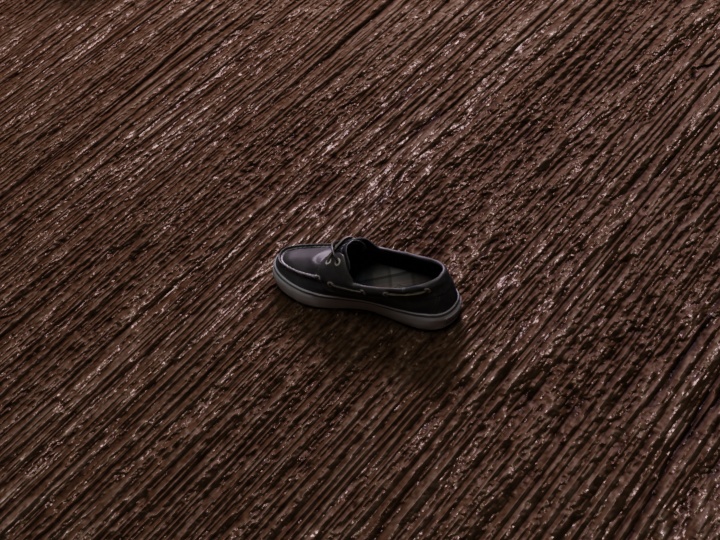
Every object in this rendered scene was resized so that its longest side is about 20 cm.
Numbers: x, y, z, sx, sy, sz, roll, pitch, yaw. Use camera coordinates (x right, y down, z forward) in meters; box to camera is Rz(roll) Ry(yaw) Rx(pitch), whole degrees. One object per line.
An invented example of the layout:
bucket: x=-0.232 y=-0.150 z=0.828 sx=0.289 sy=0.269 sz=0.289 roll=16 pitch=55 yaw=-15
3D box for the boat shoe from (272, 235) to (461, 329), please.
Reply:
boat shoe: x=0.000 y=0.000 z=1.157 sx=0.198 sy=0.067 sz=0.070 roll=18 pitch=51 yaw=30
